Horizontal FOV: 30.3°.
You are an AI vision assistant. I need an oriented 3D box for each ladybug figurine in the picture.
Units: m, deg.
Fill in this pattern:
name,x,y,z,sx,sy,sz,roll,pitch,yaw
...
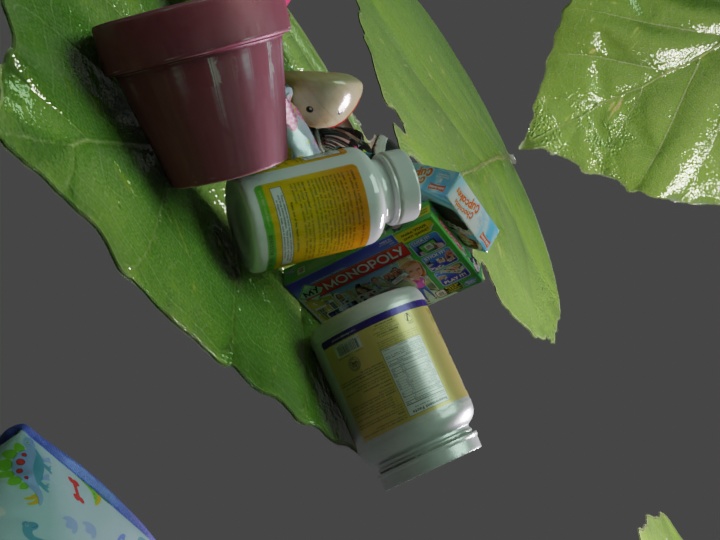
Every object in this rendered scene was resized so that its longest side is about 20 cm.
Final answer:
name,x,y,z,sx,sy,sz,roll,pitch,yaw
ladybug figurine,-0.069,-0.227,1.775,0.200,0.135,0.073,-154,-115,-74

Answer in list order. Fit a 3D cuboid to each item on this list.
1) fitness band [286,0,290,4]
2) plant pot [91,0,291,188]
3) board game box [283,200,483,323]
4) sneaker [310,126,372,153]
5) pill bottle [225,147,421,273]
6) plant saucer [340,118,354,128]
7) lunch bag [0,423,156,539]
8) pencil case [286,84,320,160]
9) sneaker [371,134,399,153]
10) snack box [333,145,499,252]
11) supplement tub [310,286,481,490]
name,x,y,z,sx,sy,sz,roll,pitch,yaw
fitness band,-0.168,-0.408,1.796,0.143,0.038,0.200,36,11,18
plant pot,-0.157,-0.188,1.374,0.200,0.199,0.180,-55,132,-71
board game box,0.027,0.005,1.581,0.135,0.199,0.029,46,26,-42
sneaker,-0.022,-0.146,1.774,0.200,0.087,0.074,-119,-161,-61
pill bottle,-0.040,-0.073,1.464,0.111,0.199,0.112,166,-90,-72
plant saucer,-0.044,-0.192,1.958,0.201,0.034,0.201,55,18,-27
lunch bag,-0.176,0.222,0.772,0.200,0.127,0.171,44,23,-25
pencil case,-0.082,-0.129,1.664,0.201,0.083,0.091,64,9,1
sneaker,0.044,-0.131,1.882,0.084,0.075,0.200,25,20,-7
snack box,0.060,-0.086,1.593,0.037,0.199,0.116,-58,136,-17
supplement tub,0.042,0.135,1.527,0.201,0.145,0.145,65,17,8
